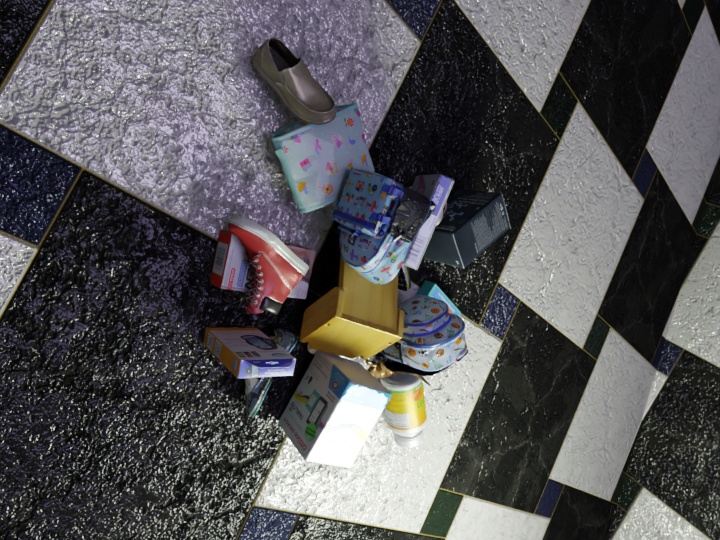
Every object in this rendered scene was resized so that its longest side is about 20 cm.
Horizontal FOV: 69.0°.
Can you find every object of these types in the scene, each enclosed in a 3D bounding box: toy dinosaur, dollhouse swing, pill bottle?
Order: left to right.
[{"bbox_3d":[-0.020,0.073,1.188,0.199,0.181,0.177,20,47,-38],"label":"dollhouse swing"},{"bbox_3d":[0.076,0.247,1.339,0.198,0.060,0.107,-3,75,1],"label":"toy dinosaur"},{"bbox_3d":[0.119,0.363,1.393,0.110,0.111,0.202,-21,113,-32],"label":"pill bottle"}]

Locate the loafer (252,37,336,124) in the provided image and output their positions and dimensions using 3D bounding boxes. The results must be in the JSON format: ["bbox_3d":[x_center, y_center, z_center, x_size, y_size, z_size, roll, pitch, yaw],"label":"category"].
[{"bbox_3d":[-0.124,-0.360,0.995,0.200,0.068,0.076,41,60,-1],"label":"loafer"}]

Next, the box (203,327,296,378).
[{"bbox_3d":[-0.216,0.162,1.026,0.118,0.199,0.042,6,103,-38],"label":"box"}]

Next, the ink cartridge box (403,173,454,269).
[{"bbox_3d":[0.114,-0.110,1.141,0.043,0.200,0.198,22,92,-17],"label":"ink cartridge box"}]

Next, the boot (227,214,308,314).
[{"bbox_3d":[-0.202,-0.001,1.004,0.200,0.072,0.145,44,74,-39],"label":"boot"}]

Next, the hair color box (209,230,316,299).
[{"bbox_3d":[-0.199,-0.009,1.087,0.199,0.064,0.112,9,94,-40],"label":"hair color box"}]

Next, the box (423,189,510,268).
[{"bbox_3d":[0.264,-0.114,1.366,0.200,0.148,0.108,-39,121,-25],"label":"box"}]

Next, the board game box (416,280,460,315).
[{"bbox_3d":[0.176,0.153,1.429,0.152,0.045,0.201,43,74,-36],"label":"board game box"}]

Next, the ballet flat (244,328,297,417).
[{"bbox_3d":[-0.213,0.216,1.139,0.074,0.074,0.201,38,76,-37],"label":"ballet flat"}]

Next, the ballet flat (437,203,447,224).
[{"bbox_3d":[0.154,-0.109,1.275,0.201,0.062,0.068,-59,137,-31],"label":"ballet flat"}]

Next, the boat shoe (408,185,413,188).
[{"bbox_3d":[0.099,-0.172,1.268,0.200,0.068,0.075,-32,139,-54],"label":"boat shoe"}]

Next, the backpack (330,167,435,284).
[{"bbox_3d":[0.024,-0.084,1.044,0.134,0.182,0.201,18,100,-39],"label":"backpack"}]

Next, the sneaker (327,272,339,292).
[{"bbox_3d":[0.000,0.000,1.246,0.091,0.076,0.201,32,90,-44],"label":"sneaker"}]

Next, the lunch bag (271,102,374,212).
[{"bbox_3d":[-0.083,-0.233,1.086,0.200,0.121,0.172,-36,122,-32],"label":"lunch bag"}]

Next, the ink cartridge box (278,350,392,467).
[{"bbox_3d":[-0.060,0.317,1.199,0.145,0.146,0.201,26,95,-40],"label":"ink cartridge box"}]

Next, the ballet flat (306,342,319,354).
[{"bbox_3d":[-0.039,0.156,1.254,0.199,0.057,0.067,-15,110,-34],"label":"ballet flat"}]

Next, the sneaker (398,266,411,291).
[{"bbox_3d":[0.106,-0.043,1.312,0.081,0.074,0.202,-26,118,-35],"label":"sneaker"}]

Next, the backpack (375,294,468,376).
[{"bbox_3d":[0.159,0.153,1.257,0.199,0.190,0.155,-33,127,-33],"label":"backpack"}]
